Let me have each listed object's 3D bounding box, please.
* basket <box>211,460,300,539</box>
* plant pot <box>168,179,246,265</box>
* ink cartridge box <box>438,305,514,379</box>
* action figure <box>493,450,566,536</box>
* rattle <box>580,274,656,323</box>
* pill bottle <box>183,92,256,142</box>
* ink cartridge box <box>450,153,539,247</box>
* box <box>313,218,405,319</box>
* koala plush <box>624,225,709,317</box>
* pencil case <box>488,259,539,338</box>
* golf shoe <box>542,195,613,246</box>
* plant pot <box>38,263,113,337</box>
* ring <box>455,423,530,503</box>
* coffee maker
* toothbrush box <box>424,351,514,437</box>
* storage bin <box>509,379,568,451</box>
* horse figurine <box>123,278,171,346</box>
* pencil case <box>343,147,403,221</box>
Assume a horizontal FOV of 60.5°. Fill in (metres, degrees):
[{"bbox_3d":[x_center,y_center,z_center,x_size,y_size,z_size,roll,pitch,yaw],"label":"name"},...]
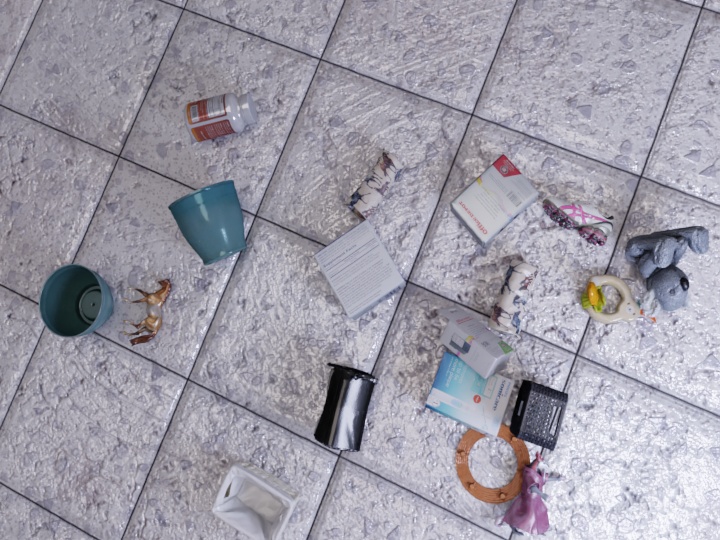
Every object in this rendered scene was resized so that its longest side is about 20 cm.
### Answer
[{"bbox_3d":[-0.270,0.613,1.636,0.196,0.123,0.138,27,87,12],"label":"basket"},{"bbox_3d":[-0.412,-0.127,1.741,0.195,0.200,0.193,-23,94,4],"label":"plant pot"},{"bbox_3d":[0.284,0.180,1.600,0.199,0.116,0.069,40,117,28],"label":"ink cartridge box"},{"bbox_3d":[0.432,0.559,1.564,0.146,0.133,0.207,2,82,36],"label":"action figure"},{"bbox_3d":[0.671,0.074,1.569,0.196,0.144,0.132,24,67,17],"label":"rattle"},{"bbox_3d":[-0.410,-0.456,1.820,0.194,0.112,0.116,-12,80,6],"label":"pill bottle"},{"bbox_3d":[0.359,-0.186,1.678,0.199,0.083,0.147,-41,78,1],"label":"ink cartridge box"},{"bbox_3d":[0.000,0.000,1.694,0.181,0.105,0.203,-32,79,3],"label":"box"},{"bbox_3d":[0.768,0.008,1.560,0.173,0.183,0.206,-15,94,-20],"label":"koala plush"},{"bbox_3d":[0.408,0.070,1.629,0.088,0.078,0.205,22,85,-18],"label":"pencil case"},{"bbox_3d":[0.579,-0.150,1.649,0.197,0.073,0.094,30,80,1],"label":"golf shoe"},{"bbox_3d":[-0.800,0.094,1.787,0.194,0.134,0.207,-1,81,9],"label":"plant pot"},{"bbox_3d":[0.346,0.502,1.612,0.194,0.019,0.207,-1,81,9],"label":"ring"},{"bbox_3d":[-0.042,0.359,1.605,0.131,0.192,0.206,13,85,-6],"label":"coffee maker"},{"bbox_3d":[0.282,0.323,1.607,0.195,0.086,0.150,23,77,10],"label":"toothbrush box"},{"bbox_3d":[0.436,0.353,1.527,0.091,0.200,0.139,17,84,11],"label":"storage bin"},{"bbox_3d":[-0.619,0.122,1.792,0.128,0.050,0.207,2,73,-9],"label":"horse figurine"},{"bbox_3d":[0.039,-0.241,1.738,0.088,0.078,0.202,35,88,-3],"label":"pencil case"}]
